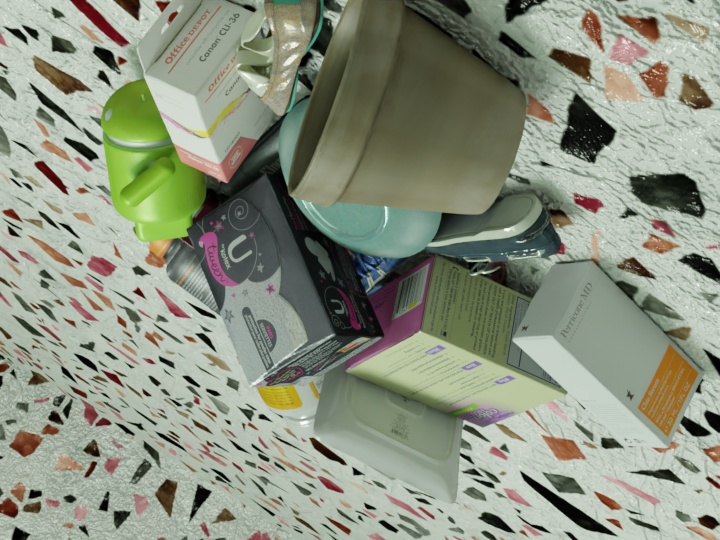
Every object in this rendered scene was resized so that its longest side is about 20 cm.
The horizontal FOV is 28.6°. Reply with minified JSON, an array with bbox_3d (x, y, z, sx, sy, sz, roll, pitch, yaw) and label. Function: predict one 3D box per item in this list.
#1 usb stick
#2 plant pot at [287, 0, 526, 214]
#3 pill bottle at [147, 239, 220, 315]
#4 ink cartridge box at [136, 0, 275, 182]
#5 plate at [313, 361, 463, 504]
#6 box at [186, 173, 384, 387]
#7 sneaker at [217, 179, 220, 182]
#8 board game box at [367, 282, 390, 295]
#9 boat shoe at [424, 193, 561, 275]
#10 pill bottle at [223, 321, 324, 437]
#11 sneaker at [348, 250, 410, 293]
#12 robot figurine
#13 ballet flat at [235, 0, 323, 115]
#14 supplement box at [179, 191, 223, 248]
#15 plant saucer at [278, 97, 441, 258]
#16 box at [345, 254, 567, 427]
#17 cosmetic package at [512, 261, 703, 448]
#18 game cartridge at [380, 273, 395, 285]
[{"bbox_3d":[-0.090,-0.129,1.552,0.055,0.033,0.200,37,140,-16],"label":"usb stick"},{"bbox_3d":[0.046,-0.132,1.251,0.172,0.202,0.200,19,161,-11],"label":"plant pot"},{"bbox_3d":[-0.196,-0.003,1.953,0.199,0.107,0.106,36,159,-8],"label":"pill bottle"},{"bbox_3d":[-0.152,-0.197,1.452,0.067,0.117,0.201,25,158,21],"label":"ink cartridge box"},{"bbox_3d":[0.047,0.153,1.674,0.198,0.201,0.032,28,135,-18],"label":"plate"},{"bbox_3d":[-0.086,0.013,1.565,0.114,0.131,0.202,7,-125,-59],"label":"box"},{"bbox_3d":[-0.096,-0.098,1.650,0.199,0.074,0.087,36,157,-8],"label":"sneaker"},{"bbox_3d":[0.104,0.052,1.726,0.198,0.039,0.158,20,152,-1],"label":"board game box"},{"bbox_3d":[0.131,-0.036,1.465,0.062,0.075,0.199,50,148,-21],"label":"boat shoe"},{"bbox_3d":[-0.088,0.111,1.787,0.112,0.113,0.201,12,137,42],"label":"pill bottle"},{"bbox_3d":[0.000,0.000,1.661,0.075,0.077,0.200,38,133,-8],"label":"sneaker"},{"bbox_3d":[-0.244,-0.136,1.671,0.114,0.176,0.202,-7,123,-6],"label":"robot figurine"},{"bbox_3d":[-0.087,-0.216,1.380,0.066,0.069,0.200,0,155,-14],"label":"ballet flat"},{"bbox_3d":[-0.167,-0.036,1.850,0.199,0.061,0.109,37,-173,-9],"label":"supplement box"},{"bbox_3d":[-0.011,-0.085,1.456,0.199,0.039,0.203,22,137,22],"label":"plant saucer"},{"bbox_3d":[0.114,0.085,1.611,0.198,0.098,0.176,24,152,-20],"label":"box"},{"bbox_3d":[0.267,0.092,1.508,0.200,0.102,0.071,41,157,-22],"label":"cosmetic package"},{"bbox_3d":[-0.045,-0.036,1.767,0.199,0.041,0.133,31,155,5],"label":"game cartridge"}]
